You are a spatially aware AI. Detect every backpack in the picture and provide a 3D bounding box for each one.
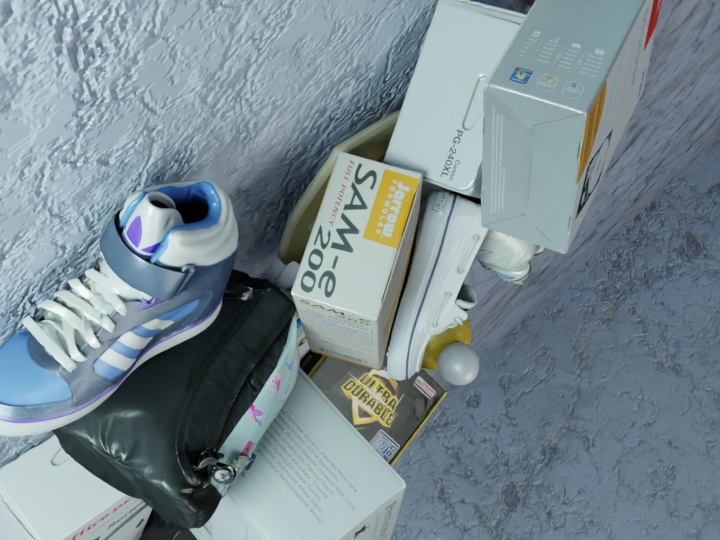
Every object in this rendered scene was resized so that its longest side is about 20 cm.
[{"bbox_3d":[-0.136,0.093,0.817,0.200,0.166,0.127,-54,167,-32],"label":"backpack"}]

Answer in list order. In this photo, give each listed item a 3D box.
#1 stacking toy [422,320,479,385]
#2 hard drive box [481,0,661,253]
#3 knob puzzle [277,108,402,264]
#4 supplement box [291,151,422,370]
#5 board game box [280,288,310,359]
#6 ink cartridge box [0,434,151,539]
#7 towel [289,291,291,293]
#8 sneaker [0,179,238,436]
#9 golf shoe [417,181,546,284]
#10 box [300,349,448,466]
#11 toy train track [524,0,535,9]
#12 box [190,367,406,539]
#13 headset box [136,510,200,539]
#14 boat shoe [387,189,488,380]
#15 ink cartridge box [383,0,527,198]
[{"bbox_3d":[0.090,0.076,1.229,0.145,0.200,0.147,-13,127,-18],"label":"stacking toy"},{"bbox_3d":[0.167,-0.142,0.781,0.200,0.077,0.156,-59,158,-30],"label":"hard drive box"},{"bbox_3d":[-0.007,-0.084,0.903,0.219,0.030,0.220,-41,166,-12],"label":"knob puzzle"},{"bbox_3d":[0.000,0.000,0.855,0.200,0.073,0.127,86,21,-72],"label":"supplement box"},{"bbox_3d":[-0.119,0.110,1.029,0.200,0.035,0.126,-48,165,1],"label":"board game box"},{"bbox_3d":[-0.271,0.227,0.942,0.146,0.084,0.200,-34,164,-37],"label":"ink cartridge box"},{"bbox_3d":[-0.148,0.115,1.074,0.200,0.035,0.193,-30,160,-44],"label":"towel"},{"bbox_3d":[-0.166,0.009,0.649,0.200,0.081,0.147,-31,153,-33],"label":"sneaker"},{"bbox_3d":[0.084,-0.058,0.969,0.097,0.199,0.079,36,78,-48],"label":"golf shoe"},{"bbox_3d":[-0.006,0.148,1.148,0.160,0.049,0.200,-50,132,-6],"label":"box"},{"bbox_3d":[0.179,-0.235,1.004,0.115,0.033,0.200,-37,160,0],"label":"toy train track"},{"bbox_3d":[-0.078,0.209,0.938,0.130,0.200,0.199,-33,152,-27],"label":"box"},{"bbox_3d":[-0.175,0.264,1.110,0.148,0.075,0.200,-7,-147,36],"label":"headset box"},{"bbox_3d":[0.072,0.025,0.901,0.074,0.066,0.201,-66,170,-54],"label":"boat shoe"},{"bbox_3d":[0.107,-0.139,0.868,0.200,0.083,0.146,-1,111,-69],"label":"ink cartridge box"}]
